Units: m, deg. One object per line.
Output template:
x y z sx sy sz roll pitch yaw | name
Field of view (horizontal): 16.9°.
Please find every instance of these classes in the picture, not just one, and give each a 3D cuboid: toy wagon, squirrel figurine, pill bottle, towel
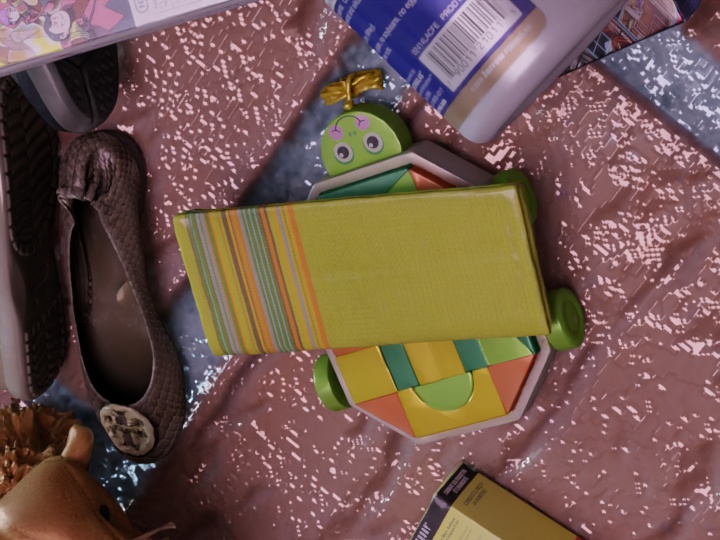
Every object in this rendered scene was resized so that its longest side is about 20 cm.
0.023 -0.007 1.287 0.155 0.040 0.201 -17 103 29 | toy wagon
-0.170 0.163 1.363 0.200 0.141 0.187 38 163 36 | squirrel figurine
0.024 -0.166 1.138 0.200 0.116 0.116 45 121 3 | pill bottle
0.000 0.000 1.271 0.199 0.018 0.086 -4 113 25 | towel

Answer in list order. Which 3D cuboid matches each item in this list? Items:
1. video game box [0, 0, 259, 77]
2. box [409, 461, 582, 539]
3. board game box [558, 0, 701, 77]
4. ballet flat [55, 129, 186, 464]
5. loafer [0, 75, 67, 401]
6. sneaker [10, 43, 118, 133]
-0.146 -0.212 1.231 0.182 0.047 0.201 -15 92 9 | video game box
0.116 0.191 1.319 0.200 0.050 0.075 32 120 11 | box
0.065 -0.191 1.198 0.135 0.035 0.201 -22 100 30 | board game box
-0.140 0.020 1.369 0.067 0.046 0.201 4 112 24 | ballet flat
-0.212 -0.020 1.369 0.068 0.076 0.201 6 113 16 | loafer
-0.211 -0.153 1.318 0.114 0.076 0.200 -29 93 32 | sneaker
